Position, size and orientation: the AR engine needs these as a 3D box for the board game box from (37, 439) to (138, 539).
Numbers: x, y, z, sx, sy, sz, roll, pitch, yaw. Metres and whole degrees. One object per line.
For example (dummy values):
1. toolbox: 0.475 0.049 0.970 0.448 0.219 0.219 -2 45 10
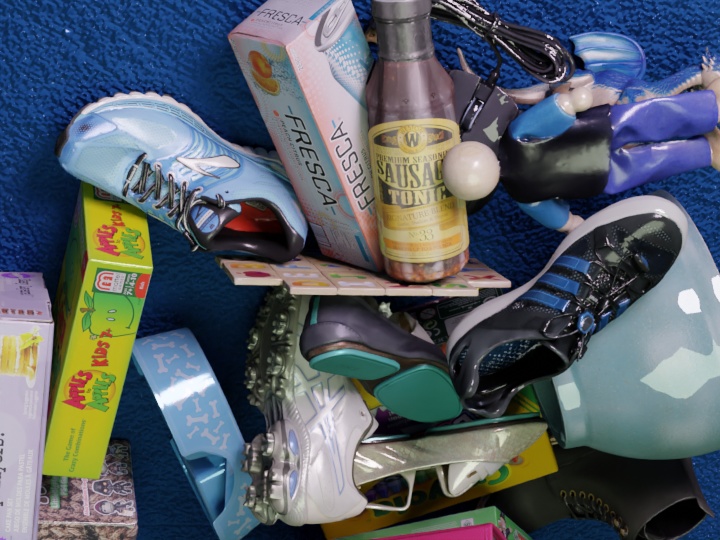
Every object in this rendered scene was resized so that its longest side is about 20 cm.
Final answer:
1. board game box: -0.287 0.221 1.616 0.199 0.097 0.160 3 126 -14

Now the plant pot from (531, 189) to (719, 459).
1. plant pot: 0.191 0.055 1.508 0.134 0.200 0.201 -18 128 -5

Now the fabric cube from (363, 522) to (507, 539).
1. fabric cube: 0.037 0.325 1.592 0.199 0.197 0.200 -9 154 14

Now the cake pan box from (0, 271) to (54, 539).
1. cake pan box: -0.250 0.104 1.443 0.052 0.200 0.185 6 99 -12

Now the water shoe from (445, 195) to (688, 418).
1. water shoe: 0.147 0.032 1.392 0.200 0.079 0.071 -39 121 22

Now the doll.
1. doll: 0.152 -0.076 1.372 0.199 0.049 0.137 -10 138 -12

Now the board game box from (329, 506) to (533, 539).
1. board game box: 0.043 0.246 1.681 0.199 0.029 0.135 -14 151 19

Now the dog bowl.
1. dog bowl: -0.121 0.127 1.574 0.049 0.112 0.200 -25 128 -9

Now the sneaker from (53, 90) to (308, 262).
1. sneaker: -0.119 -0.061 1.438 0.200 0.090 0.078 17 122 -22

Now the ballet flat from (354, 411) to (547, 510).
1. ballet flat: 0.048 0.152 1.570 0.199 0.063 0.067 -8 172 2

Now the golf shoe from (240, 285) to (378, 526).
1. golf shoe: -0.034 0.094 1.528 0.097 0.201 0.078 9 165 -23

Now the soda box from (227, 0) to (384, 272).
1. soda box: -0.017 -0.098 1.424 0.068 0.063 0.200 -44 130 -27

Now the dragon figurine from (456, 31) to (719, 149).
1. dragon figurine: 0.172 -0.131 1.458 0.199 0.100 0.059 13 128 12

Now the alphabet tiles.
1. alphabet tiles: 0.000 0.000 1.469 0.199 0.166 0.006 1 100 -12

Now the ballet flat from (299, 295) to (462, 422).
1. ballet flat: 0.020 0.056 1.492 0.073 0.073 0.200 -36 148 16

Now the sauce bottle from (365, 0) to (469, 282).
1. sauce bottle: 0.035 -0.093 1.387 0.066 0.066 0.201 -10 113 -3

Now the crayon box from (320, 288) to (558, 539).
1. crayon box: 0.041 0.116 1.623 0.199 0.058 0.173 -18 128 3

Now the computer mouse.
1. computer mouse: 0.051 -0.116 1.436 0.140 0.046 0.200 34 139 2

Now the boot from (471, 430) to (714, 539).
1. boot: 0.186 0.192 1.659 0.200 0.139 0.077 -38 125 19

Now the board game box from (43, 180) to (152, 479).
1. board game box: -0.198 0.045 1.495 0.047 0.102 0.200 7 125 -16
